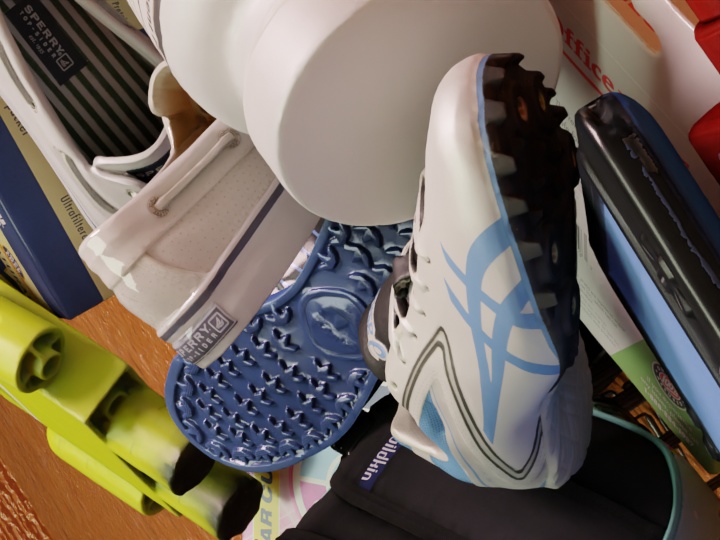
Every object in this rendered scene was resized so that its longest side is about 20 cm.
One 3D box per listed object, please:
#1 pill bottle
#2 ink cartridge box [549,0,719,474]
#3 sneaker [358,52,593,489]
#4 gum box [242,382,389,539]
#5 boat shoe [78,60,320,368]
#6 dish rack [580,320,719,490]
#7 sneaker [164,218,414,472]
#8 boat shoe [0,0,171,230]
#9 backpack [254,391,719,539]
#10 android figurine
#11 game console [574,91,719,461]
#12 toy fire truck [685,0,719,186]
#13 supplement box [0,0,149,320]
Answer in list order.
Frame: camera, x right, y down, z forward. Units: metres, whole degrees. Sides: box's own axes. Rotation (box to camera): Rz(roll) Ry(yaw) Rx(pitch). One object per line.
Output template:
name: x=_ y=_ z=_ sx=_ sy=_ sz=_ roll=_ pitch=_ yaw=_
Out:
pill bottle: x=-0.024 y=-0.113 z=0.762 sx=0.200 sy=0.116 sz=0.116 roll=56 pitch=164 yaw=39
ink cartridge box: x=0.108 y=-0.042 z=0.767 sx=0.117 sy=0.067 sz=0.200 roll=53 pitch=162 yaw=33
sneaker: x=0.032 y=0.008 z=0.718 sx=0.200 sy=0.072 sz=0.072 roll=80 pitch=-167 yaw=-58
gum box: x=0.012 y=0.088 z=1.068 sx=0.113 sy=0.066 sz=0.200 roll=9 pitch=107 yaw=27
boat shoe: x=-0.036 y=-0.055 z=0.822 sx=0.070 sy=0.200 sz=0.071 roll=37 pitch=138 yaw=-9
dish rack: x=0.136 y=0.097 z=0.937 sx=0.200 sy=0.055 sz=0.153 roll=58 pitch=165 yaw=11
sneaker: x=0.000 y=0.000 z=0.883 sx=0.070 sy=0.078 sz=0.200 roll=42 pitch=133 yaw=-2
boat shoe: x=-0.089 y=-0.049 z=0.952 sx=0.200 sy=0.074 sz=0.067 roll=42 pitch=176 yaw=-25
backpack: x=0.058 y=0.133 z=0.846 sx=0.153 sy=0.176 sz=0.200 roll=47 pitch=166 yaw=-19
android figurine: x=-0.136 y=0.048 z=1.053 sx=0.200 sy=0.041 sz=0.182 roll=30 pitch=167 yaw=24
game console: x=0.069 y=0.070 z=0.651 sx=0.171 sy=0.118 sz=0.200 roll=59 pitch=180 yaw=13
toy fire truck: x=0.128 y=-0.093 z=0.573 sx=0.200 sy=0.129 sz=0.176 roll=53 pitch=165 yaw=-7
supplement box: x=-0.102 y=-0.084 z=1.102 sx=0.134 sy=0.200 sz=0.200 roll=61 pitch=164 yaw=-9
